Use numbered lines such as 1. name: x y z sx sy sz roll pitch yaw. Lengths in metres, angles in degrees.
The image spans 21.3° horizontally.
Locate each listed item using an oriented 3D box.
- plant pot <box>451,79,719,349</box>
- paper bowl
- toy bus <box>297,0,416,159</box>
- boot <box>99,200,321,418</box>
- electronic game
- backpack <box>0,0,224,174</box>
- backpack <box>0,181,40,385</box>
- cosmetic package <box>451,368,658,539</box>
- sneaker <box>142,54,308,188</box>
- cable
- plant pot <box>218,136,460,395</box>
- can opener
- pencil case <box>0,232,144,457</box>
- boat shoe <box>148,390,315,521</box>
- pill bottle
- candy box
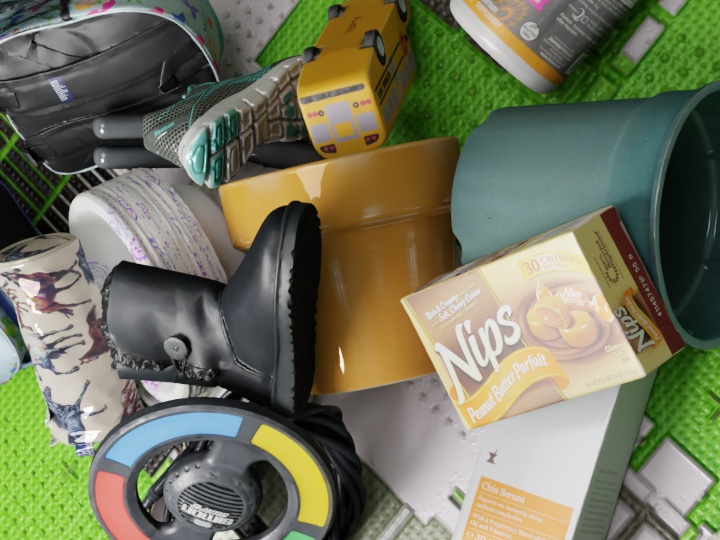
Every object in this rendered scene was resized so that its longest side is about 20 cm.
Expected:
1. plant pot: 0.188 -0.048 1.472 0.196 0.200 0.201 5 83 36
2. paper bowl: -0.160 0.007 1.651 0.104 0.201 0.201 -26 63 -21
3. toy bus: 0.002 -0.170 1.598 0.065 0.200 0.078 -13 113 17
4. boot: -0.119 0.020 1.473 0.168 0.076 0.200 13 131 11
5. electronic game: -0.118 0.178 1.531 0.200 0.200 0.042 -26 33 21
6. backpack: -0.221 -0.193 1.712 0.200 0.178 0.151 -13 46 19
7. backpack: -0.384 0.034 1.750 0.200 0.147 0.183 -28 108 27
8. cosmetic package: 0.155 0.142 1.514 0.101 0.071 0.200 16 88 29
9. sneaker: -0.107 -0.141 1.626 0.091 0.200 0.078 19 123 31
10. cable: -0.077 0.189 1.596 0.163 0.051 0.200 39 109 -12
11. plant pot: 0.000 0.000 1.566 0.200 0.200 0.184 -11 92 26
12. can opener: -0.132 -0.114 1.670 0.200 0.066 0.053 -1 98 -9
13. pencil case: -0.258 0.060 1.667 0.089 0.078 0.200 -22 112 -11
14. boat shoe: -0.125 0.151 1.658 0.074 0.073 0.200 43 101 27
15. pill bottle: 0.176 -0.250 1.547 0.200 0.116 0.116 -48 63 13
16. candy box: 0.130 0.038 1.408 0.200 0.055 0.116 -23 95 51
